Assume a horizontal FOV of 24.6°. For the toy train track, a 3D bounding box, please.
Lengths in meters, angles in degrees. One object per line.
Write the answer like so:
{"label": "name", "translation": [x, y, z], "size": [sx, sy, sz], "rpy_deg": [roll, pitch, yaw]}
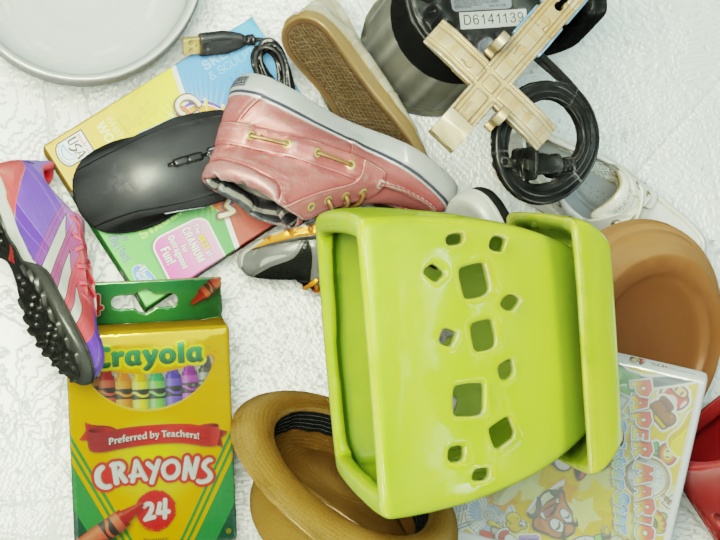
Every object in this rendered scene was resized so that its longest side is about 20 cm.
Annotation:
{"label": "toy train track", "translation": [0.124, -0.167, 1.191], "size": [0.115, 0.033, 0.200], "rpy_deg": [42, 78, -4]}

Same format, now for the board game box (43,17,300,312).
{"label": "board game box", "translation": [-0.130, -0.085, 1.324], "size": [0.199, 0.040, 0.154], "rpy_deg": [-34, 90, -12]}

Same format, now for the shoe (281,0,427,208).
{"label": "shoe", "translation": [0.008, -0.130, 1.333], "size": [0.069, 0.053, 0.201], "rpy_deg": [-19, 112, 30]}

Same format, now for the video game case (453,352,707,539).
{"label": "video game case", "translation": [0.160, 0.153, 1.283], "size": [0.180, 0.023, 0.202], "rpy_deg": [12, 111, 11]}

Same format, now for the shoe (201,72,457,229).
{"label": "shoe", "translation": [-0.024, -0.066, 1.265], "size": [0.199, 0.071, 0.092], "rpy_deg": [26, 71, -19]}

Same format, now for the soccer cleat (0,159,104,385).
{"label": "soccer cleat", "translation": [-0.225, -0.005, 1.227], "size": [0.073, 0.068, 0.201], "rpy_deg": [-17, 59, -29]}

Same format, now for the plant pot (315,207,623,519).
{"label": "plant pot", "translation": [0.075, 0.052, 1.153], "size": [0.179, 0.199, 0.202], "rpy_deg": [-4, 94, -10]}

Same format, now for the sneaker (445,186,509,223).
{"label": "sneaker", "translation": [0.140, -0.002, 1.325], "size": [0.112, 0.073, 0.201], "rpy_deg": [-39, 123, -28]}

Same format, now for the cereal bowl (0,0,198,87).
{"label": "cereal bowl", "translation": [-0.222, -0.240, 1.303], "size": [0.198, 0.083, 0.202], "rpy_deg": [1, 83, -10]}

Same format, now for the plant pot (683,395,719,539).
{"label": "plant pot", "translation": [0.371, 0.176, 1.310], "size": [0.200, 0.200, 0.183], "rpy_deg": [-33, 99, -12]}

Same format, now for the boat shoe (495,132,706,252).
{"label": "boat shoe", "translation": [0.205, -0.054, 1.365], "size": [0.199, 0.069, 0.071], "rpy_deg": [28, 78, -7]}

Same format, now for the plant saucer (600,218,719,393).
{"label": "plant saucer", "translation": [0.223, 0.060, 1.325], "size": [0.199, 0.037, 0.202], "rpy_deg": [-10, 108, -32]}

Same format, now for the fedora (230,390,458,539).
{"label": "fedora", "translation": [-0.023, 0.180, 1.271], "size": [0.199, 0.201, 0.082], "rpy_deg": [27, 117, -6]}

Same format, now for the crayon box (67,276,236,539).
{"label": "crayon box", "translation": [-0.162, 0.109, 1.269], "size": [0.126, 0.051, 0.202], "rpy_deg": [-4, 97, -10]}

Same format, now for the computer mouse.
{"label": "computer mouse", "translation": [-0.132, -0.113, 1.281], "size": [0.198, 0.046, 0.142], "rpy_deg": [-13, 87, -11]}

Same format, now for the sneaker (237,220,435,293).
{"label": "sneaker", "translation": [0.000, 0.000, 1.321], "size": [0.198, 0.078, 0.078], "rpy_deg": [0, 88, -11]}

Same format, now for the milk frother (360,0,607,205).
{"label": "milk frother", "translation": [0.093, -0.149, 1.296], "size": [0.179, 0.188, 0.202], "rpy_deg": [13, 82, -8]}
